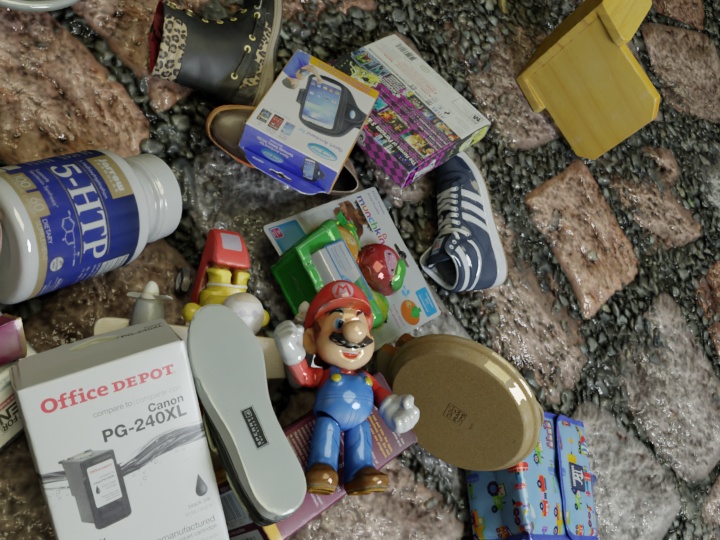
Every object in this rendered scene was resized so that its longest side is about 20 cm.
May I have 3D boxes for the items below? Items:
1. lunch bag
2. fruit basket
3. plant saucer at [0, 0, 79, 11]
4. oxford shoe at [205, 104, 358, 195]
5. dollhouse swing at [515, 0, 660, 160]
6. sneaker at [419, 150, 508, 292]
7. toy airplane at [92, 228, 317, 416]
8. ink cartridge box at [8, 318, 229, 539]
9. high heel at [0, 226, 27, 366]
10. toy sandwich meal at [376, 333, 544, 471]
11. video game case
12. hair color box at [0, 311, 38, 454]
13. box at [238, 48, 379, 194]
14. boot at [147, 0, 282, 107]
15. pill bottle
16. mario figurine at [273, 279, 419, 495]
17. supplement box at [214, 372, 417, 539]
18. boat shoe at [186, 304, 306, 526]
[{"bbox_3d":[0.226,0.261,1.022,0.197,0.093,0.154,14,62,-39],"label":"lunch bag"},{"bbox_3d":[0.000,0.000,0.980,0.198,0.093,0.188,-23,83,-39],"label":"fruit basket"},{"bbox_3d":[-0.390,-0.368,0.925,0.196,0.050,0.205,13,64,-26],"label":"plant saucer"},{"bbox_3d":[-0.088,-0.144,0.984,0.196,0.073,0.073,17,100,-23],"label":"oxford shoe"},{"bbox_3d":[0.374,-0.310,1.262,0.176,0.200,0.183,43,55,-6],"label":"dollhouse swing"},{"bbox_3d":[0.119,-0.067,1.091,0.107,0.070,0.204,-13,80,-36],"label":"sneaker"},{"bbox_3d":[-0.140,0.073,0.835,0.200,0.141,0.200,51,54,-3],"label":"toy airplane"},{"bbox_3d":[-0.211,0.164,0.730,0.142,0.083,0.205,-16,105,-22],"label":"ink cartridge box"},{"bbox_3d":[-0.351,-0.002,0.686,0.095,0.066,0.205,-23,112,-45],"label":"high heel"},{"bbox_3d":[0.114,0.140,0.929,0.206,0.205,0.070,47,43,-5],"label":"toy sandwich meal"},{"bbox_3d":[0.050,-0.219,1.099,0.200,0.036,0.180,45,52,15],"label":"video game case"},{"bbox_3d":[-0.372,0.071,0.747,0.201,0.060,0.099,48,54,-4],"label":"hair color box"},{"bbox_3d":[-0.060,-0.173,0.964,0.117,0.042,0.202,26,43,-4],"label":"box"},{"bbox_3d":[-0.177,-0.296,1.010,0.148,0.073,0.205,13,71,-28],"label":"boot"},{"bbox_3d":[-0.277,-0.053,0.807,0.199,0.119,0.121,-27,84,-51],"label":"pill bottle"},{"bbox_3d":[-0.014,0.104,0.781,0.123,0.104,0.205,27,54,-55],"label":"mario figurine"},{"bbox_3d":[-0.053,0.198,0.853,0.198,0.110,0.087,-28,85,-35],"label":"supplement box"},{"bbox_3d":[-0.114,0.132,0.745,0.070,0.064,0.203,-10,70,-36],"label":"boat shoe"}]
